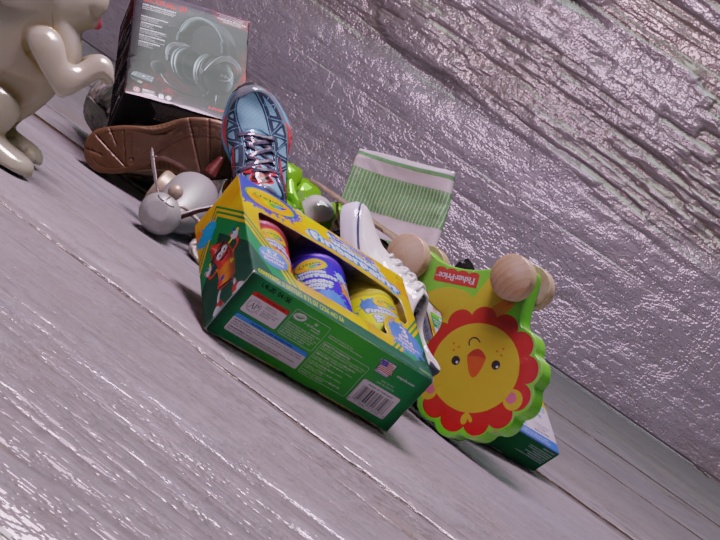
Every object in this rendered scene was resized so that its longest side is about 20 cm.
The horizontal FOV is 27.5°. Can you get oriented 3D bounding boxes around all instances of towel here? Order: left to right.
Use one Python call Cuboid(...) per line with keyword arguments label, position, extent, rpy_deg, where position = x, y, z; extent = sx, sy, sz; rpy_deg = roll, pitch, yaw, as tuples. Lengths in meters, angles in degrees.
Cuboid(label="towel", position=(0.027, -0.046, 1.835), extent=(0.152, 0.201, 0.023), rpy_deg=(16, -10, 27))

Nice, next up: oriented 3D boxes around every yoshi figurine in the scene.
Cuboid(label="yoshi figurine", position=(-0.101, -0.072, 1.780), extent=(0.200, 0.112, 0.113), rpy_deg=(-2, 73, -52))

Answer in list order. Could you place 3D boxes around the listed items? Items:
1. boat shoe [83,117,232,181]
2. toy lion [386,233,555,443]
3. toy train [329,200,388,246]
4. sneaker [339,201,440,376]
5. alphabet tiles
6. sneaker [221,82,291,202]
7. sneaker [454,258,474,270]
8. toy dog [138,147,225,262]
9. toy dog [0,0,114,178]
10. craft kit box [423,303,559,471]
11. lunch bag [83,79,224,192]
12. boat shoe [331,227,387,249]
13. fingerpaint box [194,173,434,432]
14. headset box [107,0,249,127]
Cuboid(label="boat shoe", position=(-0.215, -0.133, 1.694), extent=(0.199, 0.073, 0.072), rpy_deg=(-3, -7, -4))
Cuboid(label="toy lion", position=(0.103, 0.074, 1.494), extent=(0.199, 0.193, 0.069), rpy_deg=(12, -8, 31))
Cuboid(label="toy train", position=(0.019, 0.015, 1.752), extent=(0.116, 0.084, 0.201), rpy_deg=(46, 23, -42))
Cuboid(label="sneaker", position=(0.032, 0.022, 1.472), extent=(0.073, 0.070, 0.201), rpy_deg=(28, 46, -75))
Cuboid(label="alphabet tiles", position=(0.028, -0.047, 1.708), extent=(0.166, 0.006, 0.200), rpy_deg=(32, 4, -36))
Cuboid(label="sneaker", position=(-0.106, -0.107, 1.623), extent=(0.079, 0.201, 0.096), rpy_deg=(-7, 8, -10))
Cuboid(label="sneaker", position=(0.059, -0.003, 1.863), extent=(0.199, 0.088, 0.074), rpy_deg=(18, 8, 18))
Cuboid(label="toy dog", position=(-0.180, -0.081, 1.572), extent=(0.132, 0.097, 0.200), rpy_deg=(32, 5, -20))
Cuboid(label="toy dog", position=(-0.314, -0.215, 1.359), extent=(0.193, 0.200, 0.140), rpy_deg=(34, 4, -3))
Cuboid(label="craft kit box", position=(0.126, 0.103, 1.645), extent=(0.200, 0.048, 0.198), rpy_deg=(33, 33, -36))
Cuboid(label="lunch bag", position=(-0.260, -0.179, 1.869), extent=(0.167, 0.140, 0.200), rpy_deg=(13, 12, -24))
Cuboid(label="boat shoe", position=(0.000, 0.000, 1.640), extent=(0.062, 0.075, 0.200), rpy_deg=(43, 8, -35))
Cuboid(label="fingerpaint box", position=(-0.042, 0.026, 1.292), extent=(0.200, 0.073, 0.167), rpy_deg=(32, 22, -25))
Cuboid(label="headset box", position=(-0.215, -0.241, 1.760), extent=(0.148, 0.077, 0.201), rpy_deg=(15, 50, -19))
